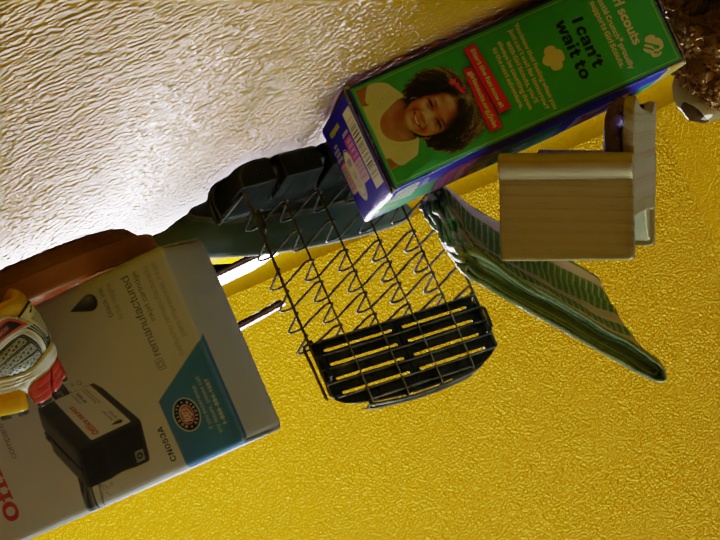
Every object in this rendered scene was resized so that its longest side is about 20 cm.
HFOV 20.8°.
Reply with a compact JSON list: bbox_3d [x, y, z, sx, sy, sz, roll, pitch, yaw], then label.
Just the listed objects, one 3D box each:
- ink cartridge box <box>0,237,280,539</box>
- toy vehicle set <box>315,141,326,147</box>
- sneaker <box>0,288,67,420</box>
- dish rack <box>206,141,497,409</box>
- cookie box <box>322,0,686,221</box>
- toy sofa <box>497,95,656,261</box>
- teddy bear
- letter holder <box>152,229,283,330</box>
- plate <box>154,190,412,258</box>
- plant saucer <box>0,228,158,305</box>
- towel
[{"bbox_3d":[-0.179,0.085,1.351,0.200,0.145,0.084,-25,178,16],"label":"ink cartridge box"},{"bbox_3d":[0.061,-0.121,1.485,0.200,0.027,0.124,-25,179,26],"label":"toy vehicle set"},{"bbox_3d":[-0.294,0.055,1.274,0.199,0.082,0.078,-10,-160,6],"label":"sneaker"},{"bbox_3d":[0.000,0.000,1.347,0.153,0.200,0.055,-16,162,-26],"label":"dish rack"},{"bbox_3d":[0.085,-0.110,1.247,0.199,0.075,0.171,-25,179,-7],"label":"cookie box"},{"bbox_3d":[0.139,-0.059,1.236,0.083,0.098,0.200,0,-176,12],"label":"toy sofa"},{"bbox_3d":[0.240,-0.144,1.313,0.067,0.145,0.200,-34,-154,19],"label":"teddy bear"},{"bbox_3d":[-0.107,-0.001,1.694,0.142,0.101,0.200,-26,179,-13],"label":"letter holder"},{"bbox_3d":[-0.061,-0.042,1.470,0.199,0.026,0.200,-8,-169,2],"label":"plate"},{"bbox_3d":[-0.238,0.016,1.391,0.200,0.032,0.200,-25,178,-1],"label":"plant saucer"},{"bbox_3d":[0.113,0.003,1.268,0.023,0.152,0.200,-58,-169,9],"label":"towel"}]
